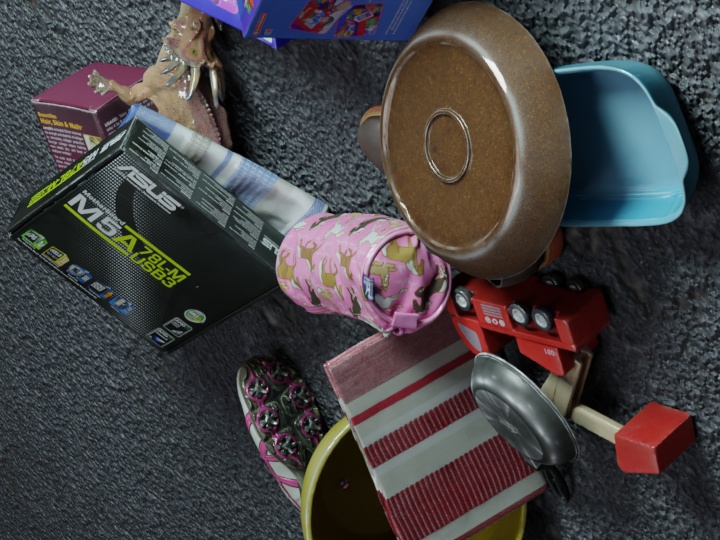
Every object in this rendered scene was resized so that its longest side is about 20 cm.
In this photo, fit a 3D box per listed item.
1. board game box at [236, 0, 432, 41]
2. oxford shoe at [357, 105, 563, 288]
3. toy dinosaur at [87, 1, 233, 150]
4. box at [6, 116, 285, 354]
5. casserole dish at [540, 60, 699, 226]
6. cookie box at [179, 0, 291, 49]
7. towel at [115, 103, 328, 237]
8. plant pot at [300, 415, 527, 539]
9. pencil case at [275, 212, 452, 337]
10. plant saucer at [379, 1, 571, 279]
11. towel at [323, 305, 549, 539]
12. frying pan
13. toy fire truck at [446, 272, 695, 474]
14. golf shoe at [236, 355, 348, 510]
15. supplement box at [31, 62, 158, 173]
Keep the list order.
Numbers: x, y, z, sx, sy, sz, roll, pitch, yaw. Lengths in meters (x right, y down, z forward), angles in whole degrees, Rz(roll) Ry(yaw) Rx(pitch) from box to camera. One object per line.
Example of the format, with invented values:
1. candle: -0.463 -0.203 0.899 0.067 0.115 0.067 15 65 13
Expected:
1. board game box: 0.002 -0.235 1.320 0.200 0.133 0.045 124 139 -56
2. oxford shoe: 0.062 -0.060 1.462 0.199 0.072 0.072 36 144 28
3. toy dinosaur: -0.146 -0.141 1.662 0.135 0.086 0.201 1 126 44
4. box: -0.186 -0.026 1.689 0.200 0.048 0.192 40 138 -23
5. casserole dish: 0.163 -0.093 1.329 0.199 0.039 0.122 1 120 54
6. cookie box: -0.117 -0.289 1.453 0.199 0.075 0.172 30 141 35
7. towel: -0.138 -0.065 1.679 0.199 0.024 0.147 28 146 -13
8. plant pot: 0.028 0.198 1.659 0.201 0.199 0.142 63 167 -13
9. pencil case: 0.000 0.000 1.560 0.083 0.086 0.200 59 162 -18
10. plant saucer: 0.073 -0.091 1.362 0.199 0.034 0.203 20 116 50
11. towel: 0.066 0.129 1.570 0.023 0.143 0.202 29 144 65
12. frying pan: 0.128 0.129 1.539 0.115 0.031 0.190 43 162 18
13. toy fire truck: 0.159 0.074 1.478 0.199 0.049 0.142 13 131 49
14. golf shoe: -0.070 0.177 1.855 0.092 0.072 0.201 -17 105 58
15. supplement box: -0.219 -0.088 1.797 0.110 0.085 0.202 13 130 46
